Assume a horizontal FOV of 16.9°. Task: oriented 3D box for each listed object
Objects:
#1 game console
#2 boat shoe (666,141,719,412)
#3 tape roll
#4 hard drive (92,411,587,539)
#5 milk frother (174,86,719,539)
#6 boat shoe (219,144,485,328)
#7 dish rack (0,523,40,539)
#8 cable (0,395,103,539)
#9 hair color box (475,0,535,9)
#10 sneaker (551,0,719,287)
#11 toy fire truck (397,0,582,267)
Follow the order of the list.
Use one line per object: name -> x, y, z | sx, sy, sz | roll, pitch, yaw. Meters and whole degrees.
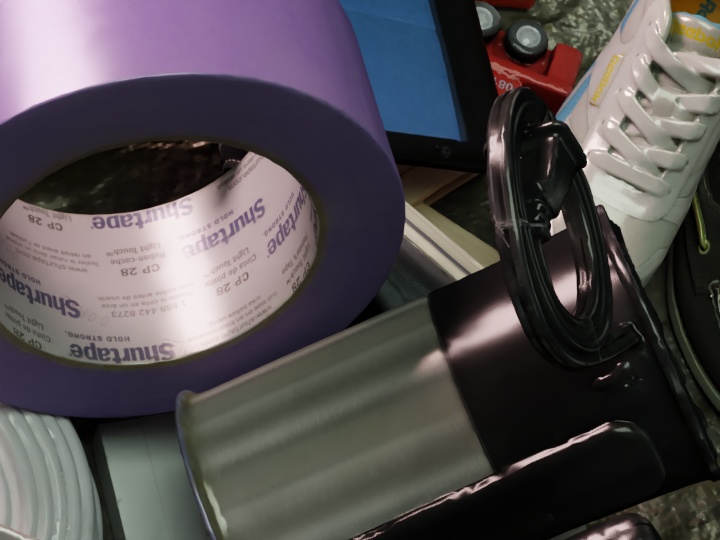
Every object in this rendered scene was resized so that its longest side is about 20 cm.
game console -> -0.004, -0.151, 1.049 | 0.200, 0.173, 0.119 | 5, 31, -37
boat shoe -> 0.182, -0.019, 1.141 | 0.072, 0.061, 0.201 | -1, 61, -14
tape roll -> -0.088, -0.035, 0.947 | 0.200, 0.200, 0.085 | -3, 49, -15
hard drive -> -0.003, 0.113, 1.042 | 0.200, 0.026, 0.132 | -8, 63, -17
milk frother -> 0.020, 0.041, 0.909 | 0.188, 0.200, 0.181 | -24, 22, 6
boat shoe -> 0.000, 0.000, 1.067 | 0.062, 0.075, 0.200 | -45, 61, -9
dish rack -> -0.121, 0.200, 0.899 | 0.171, 0.044, 0.200 | 24, 96, -10
cable -> -0.201, 0.102, 0.974 | 0.200, 0.069, 0.200 | 11, 59, -7
hair color box -> -0.007, -0.193, 1.194 | 0.200, 0.061, 0.102 | 5, 60, -10
sneaker -> 0.131, -0.074, 1.088 | 0.076, 0.081, 0.200 | 26, 67, -1
toy fire truck -> 0.040, -0.058, 1.136 | 0.200, 0.049, 0.141 | 21, 58, -2
